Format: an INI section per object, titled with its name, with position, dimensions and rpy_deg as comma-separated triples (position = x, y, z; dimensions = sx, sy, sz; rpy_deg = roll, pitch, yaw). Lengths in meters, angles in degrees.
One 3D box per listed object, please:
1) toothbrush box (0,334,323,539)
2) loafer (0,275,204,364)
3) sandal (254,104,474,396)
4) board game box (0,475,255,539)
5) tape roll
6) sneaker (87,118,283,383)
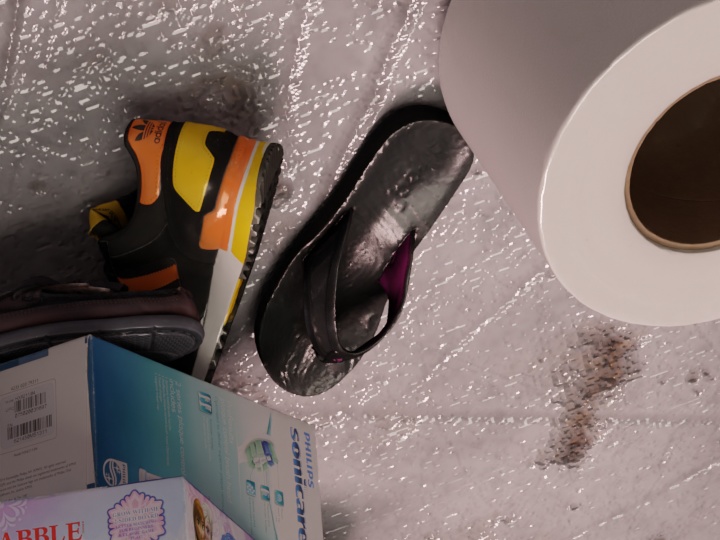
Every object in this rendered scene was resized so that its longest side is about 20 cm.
[toothbrush box]
position = -0.133, 0.114, 1.131
dimensions = 0.146, 0.085, 0.200
rpy_deg = -18, 153, 29
[loafer]
position = -0.181, 0.026, 1.106
dimensions = 0.200, 0.063, 0.072
rpy_deg = -11, 157, 9
[sandal]
position = -0.001, -0.001, 1.183
dimensions = 0.075, 0.048, 0.200
rpy_deg = 10, 125, -27
[board game box]
position = -0.153, 0.159, 1.069
dimensions = 0.199, 0.041, 0.200
rpy_deg = -9, 158, 9
[tape roll]
position = 0.156, -0.091, 1.086
dimensions = 0.203, 0.139, 0.203
rpy_deg = -12, 129, -15
[sneaker]
position = -0.105, -0.003, 1.145
dimensions = 0.090, 0.070, 0.200
rpy_deg = 20, 132, -2
